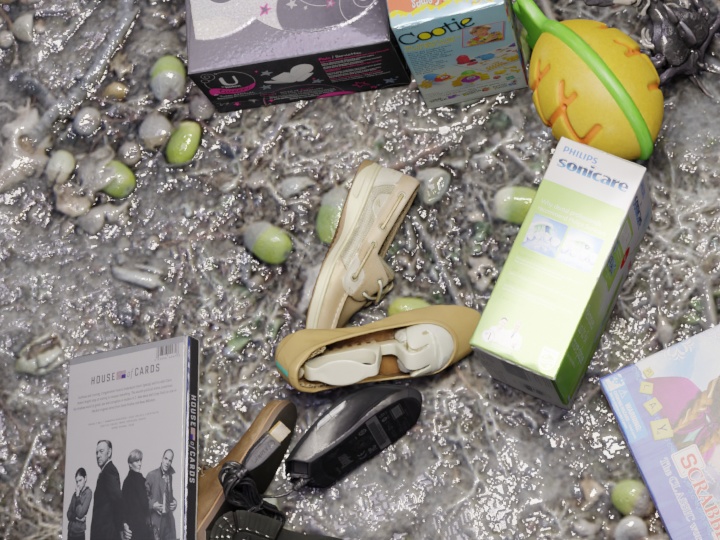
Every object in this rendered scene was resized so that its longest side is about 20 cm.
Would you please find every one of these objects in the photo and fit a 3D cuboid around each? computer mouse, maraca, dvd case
[{"bbox_3d":[-0.043,0.148,1.531,0.199,0.141,0.046,-38,58,0],"label":"computer mouse"},{"bbox_3d":[0.198,-0.173,1.532,0.107,0.138,0.200,-34,50,-5],"label":"maraca"},{"bbox_3d":[-0.213,0.170,1.585,0.149,0.025,0.202,-12,69,32],"label":"dvd case"}]

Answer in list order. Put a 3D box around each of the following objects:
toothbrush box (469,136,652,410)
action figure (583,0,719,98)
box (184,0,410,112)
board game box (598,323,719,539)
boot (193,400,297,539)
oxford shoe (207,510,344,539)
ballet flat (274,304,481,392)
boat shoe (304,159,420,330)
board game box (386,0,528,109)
[{"bbox_3d":[0.181,0.006,1.513,0.085,0.146,0.202,21,80,17],"label":"toothbrush box"},{"bbox_3d":[0.259,-0.241,1.590,0.119,0.102,0.200,-43,98,-10],"label":"action figure"},{"bbox_3d":[-0.061,-0.244,1.646,0.198,0.115,0.134,-7,74,9],"label":"box"},{"bbox_3d":[0.338,0.147,1.498,0.198,0.041,0.202,-25,72,4],"label":"board game box"},{"bbox_3d":[-0.133,0.195,1.573,0.075,0.074,0.201,32,86,28],"label":"boot"},{"bbox_3d":[-0.045,0.279,1.533,0.198,0.085,0.073,26,56,-1],"label":"oxford shoe"},{"bbox_3d":[0.023,0.078,1.546,0.198,0.063,0.069,-11,113,-9],"label":"ballet flat"},{"bbox_3d":[0.000,0.000,1.593,0.064,0.072,0.202,18,82,6],"label":"boat shoe"},{"bbox_3d":[0.086,-0.240,1.569,0.104,0.200,0.104,-12,73,8],"label":"board game box"}]
